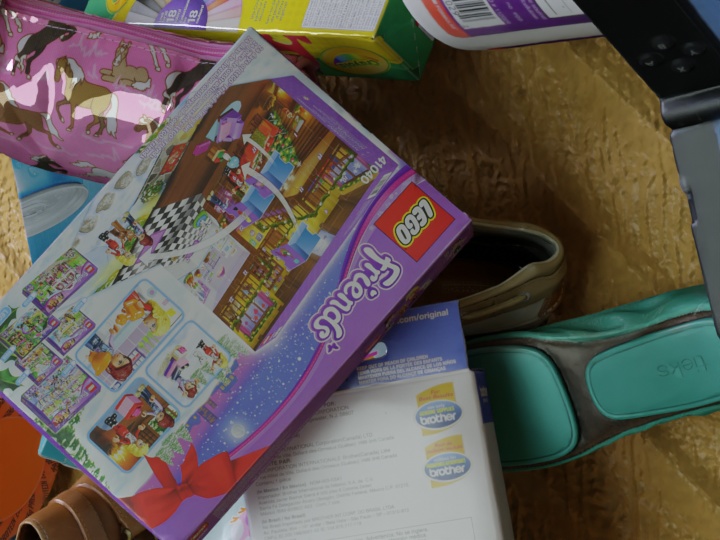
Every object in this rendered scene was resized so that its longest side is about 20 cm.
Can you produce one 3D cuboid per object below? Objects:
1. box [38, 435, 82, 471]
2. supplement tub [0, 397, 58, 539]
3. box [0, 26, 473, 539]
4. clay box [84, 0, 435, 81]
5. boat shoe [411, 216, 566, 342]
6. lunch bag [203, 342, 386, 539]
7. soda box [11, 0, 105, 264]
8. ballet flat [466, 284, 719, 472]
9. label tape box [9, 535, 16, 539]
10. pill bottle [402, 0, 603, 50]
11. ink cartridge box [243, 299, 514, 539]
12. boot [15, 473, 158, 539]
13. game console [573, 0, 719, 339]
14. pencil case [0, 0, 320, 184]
[{"bbox_3d":[-0.107,0.045,1.250,0.082,0.200,0.049,21,109,-10],"label":"box"},{"bbox_3d":[-0.282,0.089,1.518,0.200,0.122,0.123,22,113,39],"label":"supplement tub"},{"bbox_3d":[-0.064,0.010,1.126,0.137,0.039,0.200,42,85,9],"label":"box"},{"bbox_3d":[-0.040,-0.158,1.248,0.200,0.048,0.115,7,69,40],"label":"clay box"},{"bbox_3d":[0.000,0.000,1.185,0.068,0.199,0.075,113,151,-57],"label":"boat shoe"},{"bbox_3d":[-0.025,0.124,1.271,0.160,0.077,0.201,-2,66,46],"label":"lunch bag"},{"bbox_3d":[-0.161,-0.104,1.351,0.064,0.068,0.201,-97,-1,-64],"label":"soda box"},{"bbox_3d":[0.111,0.050,1.172,0.200,0.070,0.068,-15,95,32],"label":"ballet flat"},{"bbox_3d":[-0.283,0.202,1.487,0.144,0.200,0.063,26,117,37],"label":"label tape box"},{"bbox_3d":[0.117,-0.160,1.100,0.200,0.111,0.112,-2,97,43],"label":"pill bottle"},{"bbox_3d":[0.010,0.121,1.154,0.119,0.042,0.201,-11,88,13],"label":"ink cartridge box"},{"bbox_3d":[-0.125,0.116,1.352,0.074,0.154,0.201,4,101,43],"label":"boot"},{"bbox_3d":[0.204,-0.065,1.007,0.200,0.176,0.117,-13,58,27],"label":"game console"},{"bbox_3d":[-0.115,-0.084,1.227,0.199,0.087,0.083,16,77,19],"label":"pencil case"}]
